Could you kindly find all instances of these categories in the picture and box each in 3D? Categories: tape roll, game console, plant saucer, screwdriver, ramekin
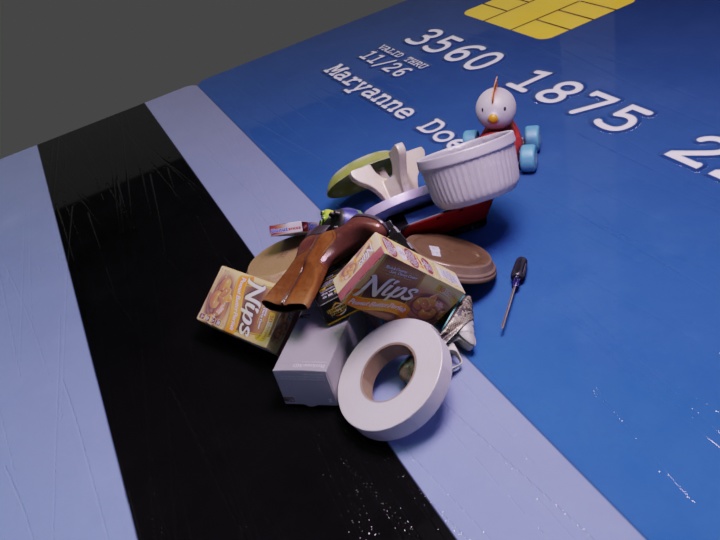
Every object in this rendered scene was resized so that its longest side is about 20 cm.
[{"bbox_3d":[0.053,0.170,1.169,0.201,0.037,0.205,-25,41,24],"label":"tape roll"},{"bbox_3d":[0.158,-0.125,1.523,0.197,0.120,0.173,-19,42,-6],"label":"game console"},{"bbox_3d":[0.007,-0.225,1.687,0.197,0.031,0.200,-24,-7,-3],"label":"plant saucer"},{"bbox_3d":[0.166,-0.028,1.397,0.196,0.030,0.201,9,23,-4],"label":"plant saucer"},{"bbox_3d":[0.278,0.043,1.336,0.027,0.029,0.201,3,43,23],"label":"screwdriver"},{"bbox_3d":[0.217,-0.193,1.435,0.197,0.107,0.200,-18,10,3],"label":"ramekin"}]

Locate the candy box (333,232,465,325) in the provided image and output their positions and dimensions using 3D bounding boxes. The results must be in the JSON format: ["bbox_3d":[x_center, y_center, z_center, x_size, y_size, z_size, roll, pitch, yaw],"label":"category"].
[{"bbox_3d":[0.066,0.027,1.216,0.116,0.198,0.056,-47,40,22],"label":"candy box"}]

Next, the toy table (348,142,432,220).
[{"bbox_3d":[0.080,-0.190,1.600,0.198,0.119,0.184,-19,-9,-31],"label":"toy table"}]

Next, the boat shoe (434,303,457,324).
[{"bbox_3d":[0.101,0.038,1.366,0.068,0.073,0.199,-37,35,-20],"label":"boat shoe"}]

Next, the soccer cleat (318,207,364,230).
[{"bbox_3d":[-0.035,-0.087,1.444,0.082,0.066,0.200,7,-1,-16],"label":"soccer cleat"}]

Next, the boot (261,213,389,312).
[{"bbox_3d":[-0.059,-0.012,1.266,0.186,0.069,0.201,-1,39,31],"label":"boot"}]

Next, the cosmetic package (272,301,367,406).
[{"bbox_3d":[-0.066,0.136,1.282,0.105,0.091,0.201,-4,33,20],"label":"cosmetic package"}]

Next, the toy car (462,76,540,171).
[{"bbox_3d":[0.312,-0.341,1.692,0.181,0.202,0.178,0,37,21],"label":"toy car"}]

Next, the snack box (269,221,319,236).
[{"bbox_3d":[-0.134,-0.089,1.582,0.071,0.025,0.200,-7,2,10],"label":"snack box"}]

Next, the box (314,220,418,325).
[{"bbox_3d":[0.000,0.000,1.319,0.198,0.050,0.160,-27,30,-6],"label":"box"}]

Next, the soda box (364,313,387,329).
[{"bbox_3d":[0.025,0.047,1.383,0.063,0.069,0.200,-25,37,-14],"label":"soda box"}]

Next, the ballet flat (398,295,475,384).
[{"bbox_3d":[0.148,0.130,1.242,0.075,0.068,0.200,35,62,22],"label":"ballet flat"}]

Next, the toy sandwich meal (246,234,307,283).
[{"bbox_3d":[-0.147,0.000,1.524,0.202,0.071,0.206,-19,26,10],"label":"toy sandwich meal"}]

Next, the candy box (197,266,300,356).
[{"bbox_3d":[-0.209,0.075,1.396,0.198,0.055,0.117,16,77,38],"label":"candy box"}]
